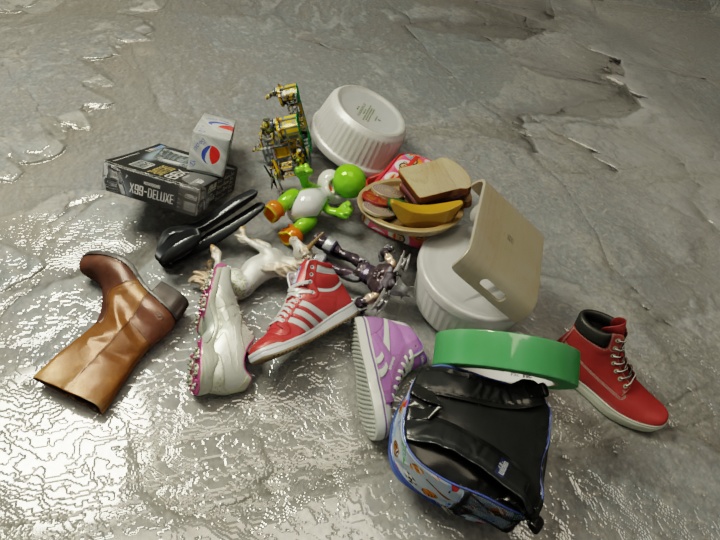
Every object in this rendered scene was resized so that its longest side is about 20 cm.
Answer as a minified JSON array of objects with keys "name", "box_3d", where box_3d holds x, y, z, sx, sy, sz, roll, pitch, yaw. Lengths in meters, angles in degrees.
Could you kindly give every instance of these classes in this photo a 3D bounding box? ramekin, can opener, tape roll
[{"name":"ramekin","box_3d":[0.003,-0.293,1.152,0.201,0.094,0.203,19,44,-19]},{"name":"ramekin","box_3d":[0.182,0.029,0.931,0.200,0.095,0.204,7,47,-8]},{"name":"can opener","box_3d":[-0.243,-0.065,0.915,0.199,0.064,0.078,-33,43,-21]},{"name":"tape roll","box_3d":[0.202,0.127,0.788,0.198,0.201,0.049,11,75,-5]}]

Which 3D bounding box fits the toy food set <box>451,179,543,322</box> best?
[{"name":"toy food set","box_3d":[0.210,-0.034,0.867,0.143,0.060,0.201,38,46,-18]}]

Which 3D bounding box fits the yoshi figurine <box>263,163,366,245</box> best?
[{"name":"yoshi figurine","box_3d":[-0.066,-0.133,0.992,0.112,0.113,0.200,35,60,30]}]

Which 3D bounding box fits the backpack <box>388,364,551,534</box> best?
[{"name":"backpack","box_3d":[0.133,0.218,0.721,0.189,0.155,0.201,27,44,-2]}]

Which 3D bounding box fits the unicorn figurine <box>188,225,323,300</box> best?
[{"name":"unicorn figurine","box_3d":[-0.165,-0.013,0.902,0.137,0.074,0.200,40,79,25]}]

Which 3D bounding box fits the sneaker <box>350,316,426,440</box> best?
[{"name":"sneaker","box_3d":[0.051,0.149,0.817,0.113,0.073,0.202,6,48,-14]}]

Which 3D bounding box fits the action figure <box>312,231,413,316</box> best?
[{"name":"action figure","box_3d":[0.000,0.000,0.924,0.199,0.070,0.131,25,65,21]}]

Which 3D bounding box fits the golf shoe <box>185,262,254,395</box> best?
[{"name":"golf shoe","box_3d":[-0.194,0.085,0.810,0.091,0.075,0.202,12,60,-22]}]

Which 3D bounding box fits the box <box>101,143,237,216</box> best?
[{"name":"box","box_3d":[-0.317,-0.160,0.960,0.156,0.050,0.200,16,21,1]}]

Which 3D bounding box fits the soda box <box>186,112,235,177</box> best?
[{"name":"soda box","box_3d":[-0.265,-0.230,1.009,0.063,0.069,0.200,11,21,-14]}]

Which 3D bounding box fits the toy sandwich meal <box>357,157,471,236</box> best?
[{"name":"toy sandwich meal","box_3d":[0.094,-0.130,0.950,0.203,0.071,0.206,3,36,-2]}]

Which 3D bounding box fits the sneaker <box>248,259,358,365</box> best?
[{"name":"sneaker","box_3d":[-0.099,0.053,0.822,0.199,0.071,0.113,-26,91,-43]}]

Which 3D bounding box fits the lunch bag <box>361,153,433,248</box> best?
[{"name":"lunch bag","box_3d":[0.092,-0.144,1.088,0.175,0.082,0.200,25,48,14]}]

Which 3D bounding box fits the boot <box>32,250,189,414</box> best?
[{"name":"boot","box_3d":[-0.375,0.081,0.790,0.187,0.069,0.201,31,56,4]}]

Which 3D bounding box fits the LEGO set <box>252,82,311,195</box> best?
[{"name":"LEGO set","box_3d":[-0.162,-0.257,1.067,0.115,0.154,0.201,-11,49,3]}]

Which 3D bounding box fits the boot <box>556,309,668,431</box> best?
[{"name":"boot","box_3d":[0.402,0.150,0.856,0.199,0.145,0.072,36,48,16]}]
